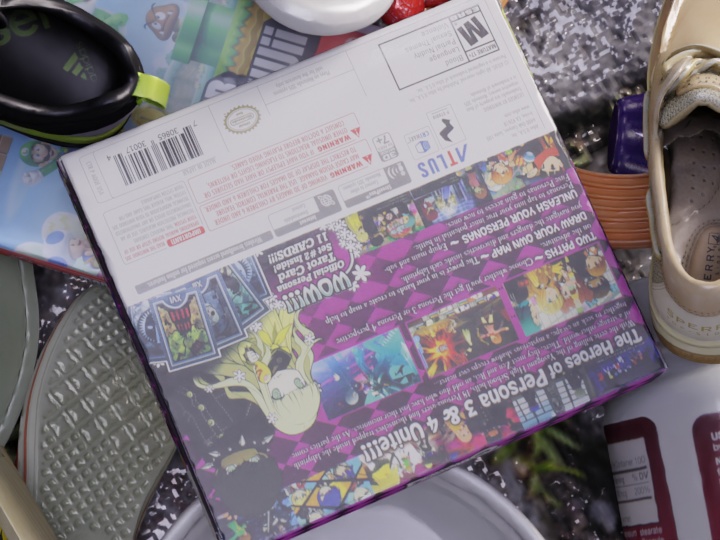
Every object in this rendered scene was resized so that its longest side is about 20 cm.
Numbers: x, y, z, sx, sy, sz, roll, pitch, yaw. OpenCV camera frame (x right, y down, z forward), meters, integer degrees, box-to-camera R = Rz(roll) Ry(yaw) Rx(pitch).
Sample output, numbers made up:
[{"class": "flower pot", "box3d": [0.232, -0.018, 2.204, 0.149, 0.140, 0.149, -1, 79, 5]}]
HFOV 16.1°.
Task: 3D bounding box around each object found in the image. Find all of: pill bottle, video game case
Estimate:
[{"class": "pill bottle", "box3d": [0.169, 0.098, 1.105, 0.114, 0.114, 0.201, -9, 85, -3]}, {"class": "video game case", "box3d": [-0.089, -0.061, 1.091, 0.199, 0.017, 0.143, 17, 79, 3]}, {"class": "video game case", "box3d": [0.000, 0.000, 1.051, 0.200, 0.036, 0.182, -23, 81, -9]}]

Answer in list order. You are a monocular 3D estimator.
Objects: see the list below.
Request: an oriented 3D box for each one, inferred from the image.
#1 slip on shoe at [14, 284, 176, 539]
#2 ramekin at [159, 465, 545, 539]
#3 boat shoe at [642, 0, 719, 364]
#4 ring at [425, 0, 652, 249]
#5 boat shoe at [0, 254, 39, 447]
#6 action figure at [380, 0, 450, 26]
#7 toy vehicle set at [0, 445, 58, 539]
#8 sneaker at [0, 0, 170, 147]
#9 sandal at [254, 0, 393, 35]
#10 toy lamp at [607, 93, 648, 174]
[{"class": "slip on shoe", "box3d": [-0.125, 0.099, 1.122, 0.074, 0.061, 0.201, 16, 71, -22]}, {"class": "ramekin", "box3d": [-0.004, 0.175, 1.096, 0.199, 0.105, 0.201, 0, 84, -1]}, {"class": "boat shoe", "box3d": [0.151, -0.062, 1.059, 0.072, 0.065, 0.200, 3, 60, 12]}, {"class": "ring", "box3d": [0.121, -0.095, 1.133, 0.200, 0.019, 0.201, -5, 59, 8]}, {"class": "boat shoe", "box3d": [-0.183, 0.000, 1.131, 0.072, 0.061, 0.202, 7, 84, -24]}, {"class": "action figure", "box3d": [0.077, -0.171, 1.128, 0.200, 0.065, 0.052, -46, 106, -23]}, {"class": "toy vehicle set", "box3d": [-0.194, 0.182, 1.074, 0.200, 0.026, 0.124, -40, 73, 22]}, {"class": "sneaker", "box3d": [-0.173, -0.103, 1.023, 0.199, 0.083, 0.072, 14, 84, -16]}, {"class": "sandal", "box3d": [-0.029, -0.156, 1.115, 0.082, 0.050, 0.203, 3, 41, -15]}, {"class": "toy lamp", "box3d": [0.212, -0.051, 1.149, 0.199, 0.058, 0.058, 4, 84, -1]}]
